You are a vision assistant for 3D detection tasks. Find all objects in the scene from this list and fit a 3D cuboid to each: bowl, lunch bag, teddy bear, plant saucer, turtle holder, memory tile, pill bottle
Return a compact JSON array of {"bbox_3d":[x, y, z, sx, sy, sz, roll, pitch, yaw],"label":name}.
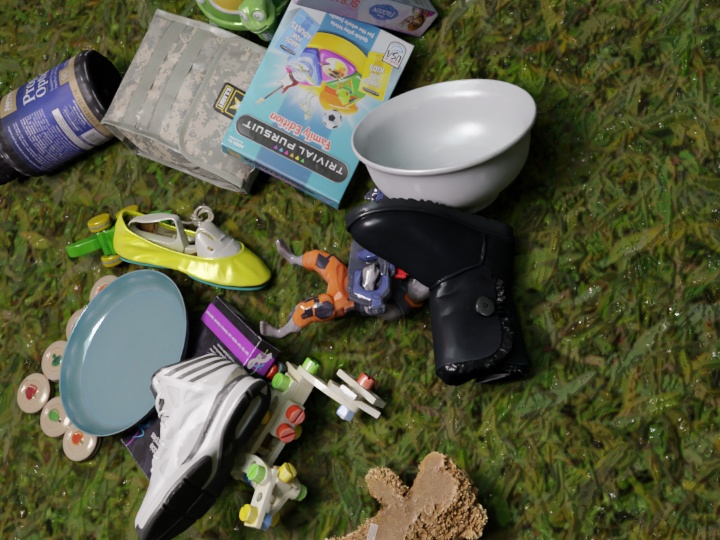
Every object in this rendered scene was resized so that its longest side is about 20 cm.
[{"bbox_3d":[0.095,-0.118,1.407,0.198,0.091,0.202,-11,32,7],"label":"bowl"},{"bbox_3d":[-0.181,-0.197,1.585,0.198,0.118,0.166,21,79,24],"label":"lunch bag"},{"bbox_3d":[0.042,0.270,1.337,0.145,0.067,0.201,38,98,41],"label":"teddy bear"},{"bbox_3d":[-0.267,0.097,1.533,0.198,0.027,0.202,-18,58,30],"label":"plant saucer"},{"bbox_3d":[-0.146,-0.351,1.555,0.139,0.132,0.188,3,66,15],"label":"turtle holder"},{"bbox_3d":[-0.318,0.115,1.596,0.153,0.017,0.201,37,90,32],"label":"memory tile"},{"bbox_3d":[-0.396,-0.188,1.690,0.198,0.112,0.113,-25,62,16],"label":"pill bottle"}]

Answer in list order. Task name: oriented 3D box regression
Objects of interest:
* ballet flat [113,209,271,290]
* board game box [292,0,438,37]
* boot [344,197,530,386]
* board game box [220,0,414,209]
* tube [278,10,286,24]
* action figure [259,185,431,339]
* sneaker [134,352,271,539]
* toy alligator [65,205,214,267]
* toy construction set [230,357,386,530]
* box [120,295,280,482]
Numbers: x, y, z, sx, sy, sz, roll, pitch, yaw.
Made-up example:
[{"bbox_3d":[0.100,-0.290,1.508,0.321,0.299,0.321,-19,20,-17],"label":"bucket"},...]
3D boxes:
[{"bbox_3d":[-0.197,-0.029,1.531,0.198,0.067,0.068,13,121,17],"label":"ballet flat"},{"bbox_3d":[-0.030,-0.365,1.521,0.041,0.198,0.201,-47,55,32],"label":"board game box"},{"bbox_3d":[0.080,0.024,1.337,0.076,0.198,0.170,-38,49,52],"label":"boot"},{"bbox_3d":[-0.048,-0.195,1.513,0.150,0.047,0.202,26,83,0],"label":"board game box"},{"bbox_3d":[-0.094,-0.331,1.630,0.199,0.050,0.078,33,84,29],"label":"tube"},{"bbox_3d":[0.000,0.000,1.453,0.191,0.105,0.201,-3,43,19],"label":"action figure"},{"bbox_3d":[-0.188,0.176,1.380,0.115,0.076,0.202,30,82,32],"label":"sneaker"},{"bbox_3d":[-0.261,-0.053,1.611,0.198,0.060,0.054,-14,22,15],"label":"toy alligator"},{"bbox_3d":[-0.072,0.170,1.406,0.200,0.092,0.131,-46,34,-4],"label":"toy construction set"},{"bbox_3d":[-0.180,0.140,1.472,0.201,0.036,0.143,-55,33,1],"label":"box"}]
